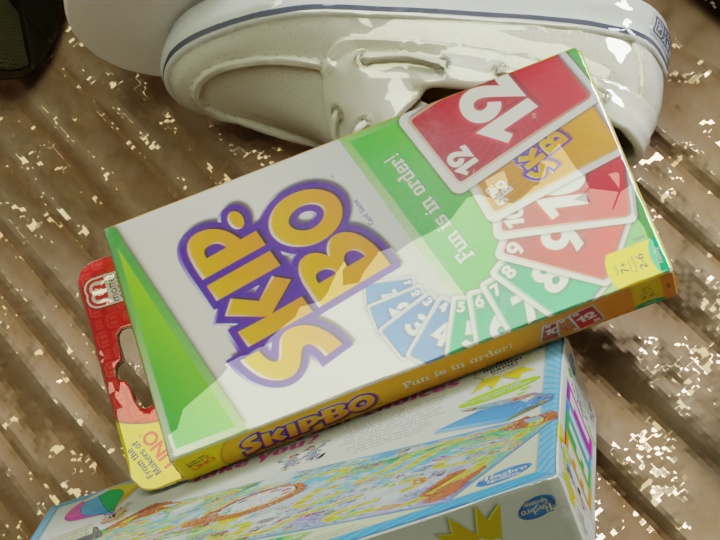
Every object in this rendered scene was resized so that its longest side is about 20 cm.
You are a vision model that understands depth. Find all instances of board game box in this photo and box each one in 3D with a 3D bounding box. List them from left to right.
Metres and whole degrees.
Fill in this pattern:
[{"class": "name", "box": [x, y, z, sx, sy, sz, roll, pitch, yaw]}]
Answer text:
[{"class": "board game box", "box": [-0.022, 0.087, 0.726, 0.200, 0.034, 0.134, -19, 13, 12]}, {"class": "board game box", "box": [0.000, 0.000, 0.774, 0.200, 0.030, 0.096, -22, 63, 5]}]

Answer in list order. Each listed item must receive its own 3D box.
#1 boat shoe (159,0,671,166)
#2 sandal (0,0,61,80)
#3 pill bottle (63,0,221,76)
[{"class": "boat shoe", "box": [0.015, -0.064, 0.841, 0.199, 0.071, 0.070, 3, 58, 13]}, {"class": "sandal", "box": [-0.160, -0.169, 0.970, 0.054, 0.082, 0.201, -15, 61, 36]}, {"class": "pill bottle", "box": [-0.079, -0.186, 0.916, 0.116, 0.116, 0.200, -15, 57, 10]}]
